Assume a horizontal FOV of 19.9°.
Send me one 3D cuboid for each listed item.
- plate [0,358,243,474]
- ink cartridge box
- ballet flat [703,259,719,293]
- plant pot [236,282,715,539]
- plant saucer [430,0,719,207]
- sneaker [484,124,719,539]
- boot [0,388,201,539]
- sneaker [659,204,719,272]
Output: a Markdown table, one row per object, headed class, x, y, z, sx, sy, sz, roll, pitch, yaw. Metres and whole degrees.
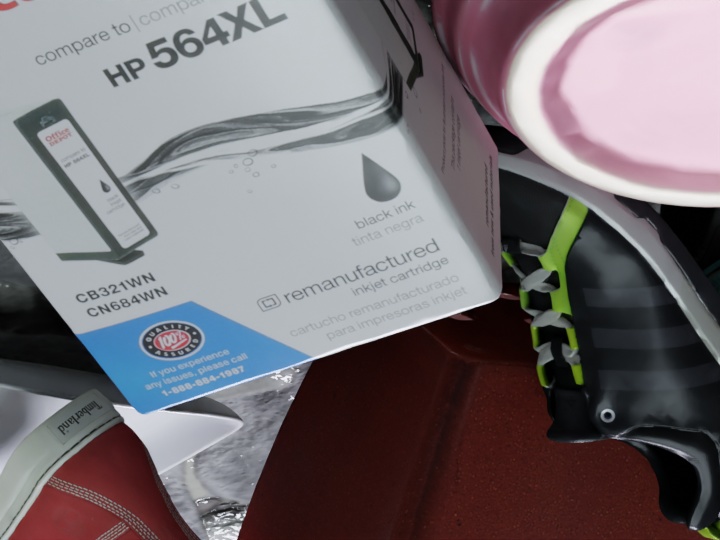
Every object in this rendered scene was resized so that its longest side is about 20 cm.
| class | x | y | z | sx | sy | sz | roll | pitch | yaw |
| --- | --- | --- | --- | --- | --- | --- | --- | --- | --- |
| plate | -0.193 | 0.089 | 1.011 | 0.200 | 0.032 | 0.199 | -30 | 151 | 35 |
| ink cartridge box | -0.058 | -0.062 | 0.670 | 0.146 | 0.084 | 0.200 | -19 | 130 | 19 |
| ballet flat | 0.214 | -0.001 | 0.804 | 0.200 | 0.070 | 0.067 | -31 | 150 | 32 |
| plant pot | 0.068 | 0.105 | 0.928 | 0.200 | 0.200 | 0.176 | 5 | 104 | -20 |
| plant saucer | 0.123 | -0.079 | 0.688 | 0.200 | 0.051 | 0.201 | 3 | 152 | 1 |
| sneaker | 0.098 | 0.030 | 0.808 | 0.200 | 0.083 | 0.072 | 45 | 168 | -14 |
| boot | -0.119 | 0.157 | 0.973 | 0.072 | 0.144 | 0.200 | -37 | 172 | -33 |
| sneaker | 0.195 | -0.052 | 0.833 | 0.104 | 0.060 | 0.200 | 2 | 147 | -8 |
